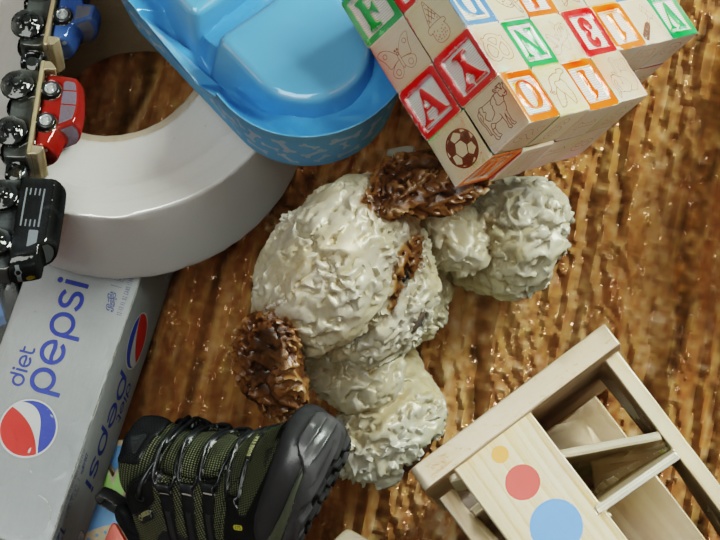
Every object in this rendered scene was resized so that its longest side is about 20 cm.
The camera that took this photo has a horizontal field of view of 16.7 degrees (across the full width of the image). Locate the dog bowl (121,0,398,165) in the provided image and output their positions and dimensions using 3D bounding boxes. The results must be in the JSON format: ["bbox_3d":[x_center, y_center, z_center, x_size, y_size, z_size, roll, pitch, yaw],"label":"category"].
[{"bbox_3d":[-0.056,-0.136,1.313,0.111,0.050,0.200,-36,67,-17],"label":"dog bowl"}]

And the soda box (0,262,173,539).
[{"bbox_3d":[-0.166,0.064,1.372,0.068,0.063,0.201,13,72,11],"label":"soda box"}]

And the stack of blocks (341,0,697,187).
[{"bbox_3d":[0.094,-0.120,1.292,0.059,0.200,0.115,-41,75,36],"label":"stack of blocks"}]

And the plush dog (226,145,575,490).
[{"bbox_3d":[0.000,0.000,1.312,0.160,0.172,0.200,37,92,14],"label":"plush dog"}]

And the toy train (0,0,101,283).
[{"bbox_3d":[-0.168,-0.083,1.302,0.046,0.034,0.201,3,62,3],"label":"toy train"}]

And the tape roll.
[{"bbox_3d":[-0.130,-0.099,1.368,0.201,0.071,0.203,-2,61,4],"label":"tape roll"}]

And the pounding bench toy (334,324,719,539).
[{"bbox_3d":[0.097,0.157,1.287,0.200,0.124,0.156,-36,78,-1],"label":"pounding bench toy"}]

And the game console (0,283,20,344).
[{"bbox_3d":[-0.308,-0.021,1.402,0.118,0.170,0.201,-33,69,33],"label":"game console"}]

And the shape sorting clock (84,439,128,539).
[{"bbox_3d":[-0.132,0.196,1.385,0.199,0.039,0.201,-1,83,12],"label":"shape sorting clock"}]

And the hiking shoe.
[{"bbox_3d":[-0.079,0.114,1.275,0.100,0.200,0.076,35,53,-6],"label":"hiking shoe"}]
